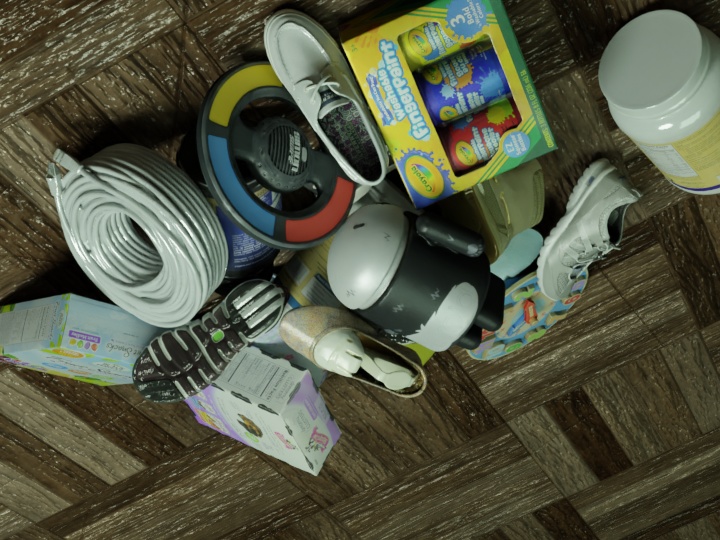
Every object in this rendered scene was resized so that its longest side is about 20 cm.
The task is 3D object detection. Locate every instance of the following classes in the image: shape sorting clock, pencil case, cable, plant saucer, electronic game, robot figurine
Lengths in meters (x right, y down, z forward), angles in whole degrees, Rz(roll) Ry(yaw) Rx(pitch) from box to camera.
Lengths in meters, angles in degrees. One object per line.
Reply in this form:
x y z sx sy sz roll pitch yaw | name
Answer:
0.229 0.057 1.794 0.198 0.039 0.201 -23 151 -14 | shape sorting clock
-0.108 0.088 1.684 0.090 0.084 0.201 -8 144 13 | pencil case
-0.232 -0.037 1.398 0.069 0.198 0.201 -48 152 -41 | cable
0.132 -0.018 1.667 0.199 0.039 0.201 -17 156 -8 | plant saucer
-0.082 -0.119 1.353 0.199 0.202 0.041 16 157 -37 | electronic game
0.060 0.007 1.410 0.199 0.125 0.151 26 97 -18 | robot figurine

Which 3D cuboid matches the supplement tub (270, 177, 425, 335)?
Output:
0.000 0.000 1.536 0.200 0.145 0.144 -49 137 6 | supplement tub

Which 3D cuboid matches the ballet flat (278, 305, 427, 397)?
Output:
0.000 0.093 1.455 0.199 0.067 0.068 21 111 -34 | ballet flat

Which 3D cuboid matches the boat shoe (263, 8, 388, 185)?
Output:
-0.033 -0.172 1.333 0.071 0.069 0.201 -26 106 -1 | boat shoe

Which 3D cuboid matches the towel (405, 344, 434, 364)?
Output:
0.073 0.086 1.778 0.085 0.018 0.200 1 153 -16 | towel

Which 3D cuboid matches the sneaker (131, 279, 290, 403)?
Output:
-0.154 0.078 1.467 0.199 0.076 0.115 -32 177 15 | sneaker

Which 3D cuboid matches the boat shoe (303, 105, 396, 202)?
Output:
0.015 -0.148 1.455 0.200 0.074 0.060 -38 134 27 | boat shoe

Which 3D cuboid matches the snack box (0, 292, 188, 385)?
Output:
-0.319 0.084 1.529 0.168 0.068 0.199 18 161 -37 | snack box

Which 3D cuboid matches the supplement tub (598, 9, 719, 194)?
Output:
0.367 -0.189 1.486 0.145 0.146 0.200 -34 140 20 | supplement tub

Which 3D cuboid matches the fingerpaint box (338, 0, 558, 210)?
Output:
0.091 -0.189 1.363 0.165 0.074 0.201 -22 115 6 | fingerpaint box

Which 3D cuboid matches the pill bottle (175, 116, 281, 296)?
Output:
-0.141 -0.064 1.457 0.111 0.113 0.201 -11 142 -10 | pill bottle

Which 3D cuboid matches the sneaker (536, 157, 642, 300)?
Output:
0.285 -0.037 1.651 0.074 0.082 0.201 -22 141 -45 | sneaker

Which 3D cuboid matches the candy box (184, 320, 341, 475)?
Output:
-0.139 0.161 1.673 0.072 0.198 0.168 -57 150 -24 | candy box

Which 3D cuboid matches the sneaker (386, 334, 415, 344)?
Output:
0.032 0.051 1.651 0.080 0.199 0.075 10 90 -44 | sneaker

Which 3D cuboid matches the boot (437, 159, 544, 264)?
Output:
0.143 -0.122 1.525 0.072 0.202 0.155 -16 -169 39 | boot
